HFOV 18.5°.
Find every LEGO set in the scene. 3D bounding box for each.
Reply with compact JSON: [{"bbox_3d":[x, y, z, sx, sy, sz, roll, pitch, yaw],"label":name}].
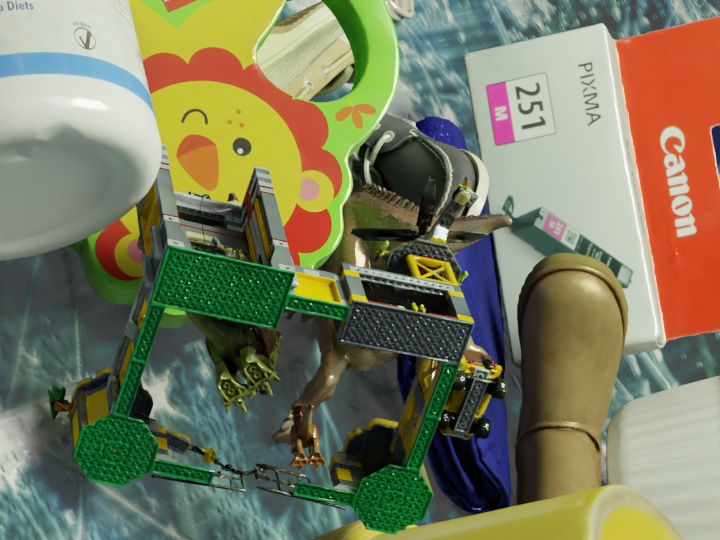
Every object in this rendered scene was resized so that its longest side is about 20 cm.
[{"bbox_3d":[-0.041,0.026,1.009,0.198,0.155,0.116,5,28,-13],"label":"LEGO set"}]

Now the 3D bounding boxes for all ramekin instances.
[{"bbox_3d":[0.207,0.162,1.344,0.202,0.093,0.204,-7,90,-77],"label":"ramekin"}]

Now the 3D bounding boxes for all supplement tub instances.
[{"bbox_3d":[-0.168,-0.118,0.967,0.132,0.131,0.201,19,49,-53],"label":"supplement tub"}]

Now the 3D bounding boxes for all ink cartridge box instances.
[{"bbox_3d":[0.164,-0.052,1.349,0.044,0.172,0.202,25,55,-71],"label":"ink cartridge box"}]

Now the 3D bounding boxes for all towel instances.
[{"bbox_3d":[0.050,0.026,1.283,0.148,0.049,0.201,71,14,-44],"label":"towel"}]

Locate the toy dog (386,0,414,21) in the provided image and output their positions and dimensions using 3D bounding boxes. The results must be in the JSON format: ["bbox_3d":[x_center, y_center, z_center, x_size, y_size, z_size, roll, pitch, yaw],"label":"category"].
[{"bbox_3d":[0.031,-0.275,1.493,0.132,0.096,0.201,46,31,-27],"label":"toy dog"}]

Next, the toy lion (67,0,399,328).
[{"bbox_3d":[-0.065,-0.075,1.081,0.199,0.069,0.193,-27,82,-20],"label":"toy lion"}]

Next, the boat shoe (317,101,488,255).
[{"bbox_3d":[0.009,-0.052,1.218,0.062,0.073,0.200,28,4,-22],"label":"boat shoe"}]

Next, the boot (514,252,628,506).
[{"bbox_3d":[0.117,0.117,1.249,0.201,0.065,0.176,-82,171,-50],"label":"boot"}]

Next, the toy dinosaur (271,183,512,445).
[{"bbox_3d":[0.000,0.000,1.135,0.085,0.200,0.136,1,58,-26],"label":"toy dinosaur"}]

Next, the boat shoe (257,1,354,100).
[{"bbox_3d":[-0.038,-0.111,1.256,0.201,0.073,0.064,-36,104,-60],"label":"boat shoe"}]

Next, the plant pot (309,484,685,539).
[{"bbox_3d":[0.065,0.193,1.024,0.201,0.188,0.202,41,33,-34],"label":"plant pot"}]

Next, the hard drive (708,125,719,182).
[{"bbox_3d":[0.198,-0.041,1.470,0.025,0.201,0.132,22,39,-11],"label":"hard drive"}]
